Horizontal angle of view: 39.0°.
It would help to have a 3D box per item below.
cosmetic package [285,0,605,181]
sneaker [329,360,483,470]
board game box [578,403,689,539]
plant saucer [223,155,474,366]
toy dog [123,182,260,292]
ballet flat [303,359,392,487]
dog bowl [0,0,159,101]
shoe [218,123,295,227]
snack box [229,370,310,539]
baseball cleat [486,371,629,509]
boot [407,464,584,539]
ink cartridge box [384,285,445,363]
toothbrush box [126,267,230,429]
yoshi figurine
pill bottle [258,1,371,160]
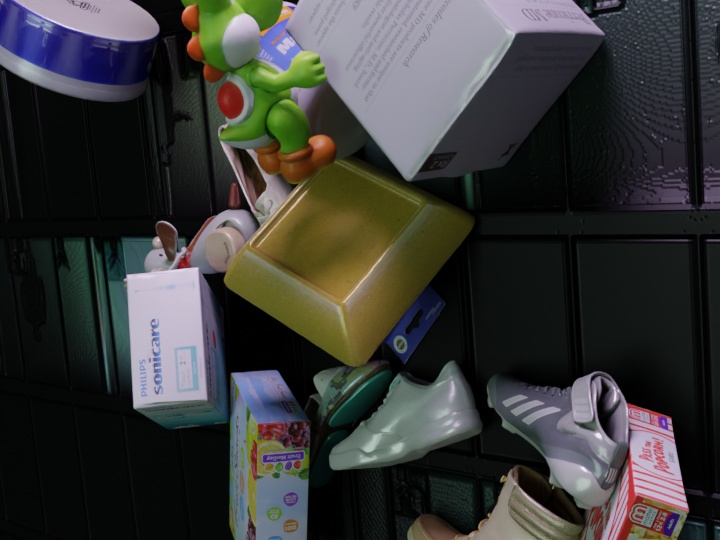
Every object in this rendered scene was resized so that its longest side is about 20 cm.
[{"bbox_3d":[0.073,-0.212,0.909,0.201,0.163,0.166,51,127,19],"label":"cosmetic package"},{"bbox_3d":[0.042,0.156,1.084,0.198,0.075,0.090,-27,69,35],"label":"sneaker"},{"bbox_3d":[0.222,0.242,0.881,0.045,0.152,0.204,17,112,5],"label":"board game box"},{"bbox_3d":[-0.019,-0.032,1.015,0.198,0.201,0.049,29,158,33],"label":"plant saucer"},{"bbox_3d":[-0.186,-0.043,1.199,0.196,0.132,0.098,-11,92,15],"label":"toy dog"},{"bbox_3d":[-0.032,0.158,1.144,0.071,0.068,0.202,50,130,31],"label":"ballet flat"},{"bbox_3d":[-0.347,-0.286,1.234,0.199,0.198,0.080,38,118,28],"label":"dog bowl"},{"bbox_3d":[-0.108,-0.087,1.135,0.070,0.053,0.202,-49,53,40],"label":"shoe"},{"bbox_3d":[-0.108,0.239,1.174,0.169,0.066,0.204,-139,51,-68],"label":"snack box"},{"bbox_3d":[0.184,0.125,0.919,0.108,0.069,0.200,-65,29,15],"label":"baseball cleat"},{"bbox_3d":[0.130,0.258,1.009,0.200,0.072,0.158,38,115,54],"label":"boot"},{"bbox_3d":[0.000,0.000,1.103,0.200,0.037,0.095,48,126,21],"label":"ink cartridge box"},{"bbox_3d":[-0.205,0.095,1.170,0.083,0.200,0.150,-6,74,-1],"label":"toothbrush box"},{"bbox_3d":[-0.084,-0.188,0.910,0.110,0.113,0.202,-17,124,16],"label":"yoshi figurine"},{"bbox_3d":[-0.070,-0.210,1.062,0.200,0.111,0.114,43,124,35],"label":"pill bottle"}]
